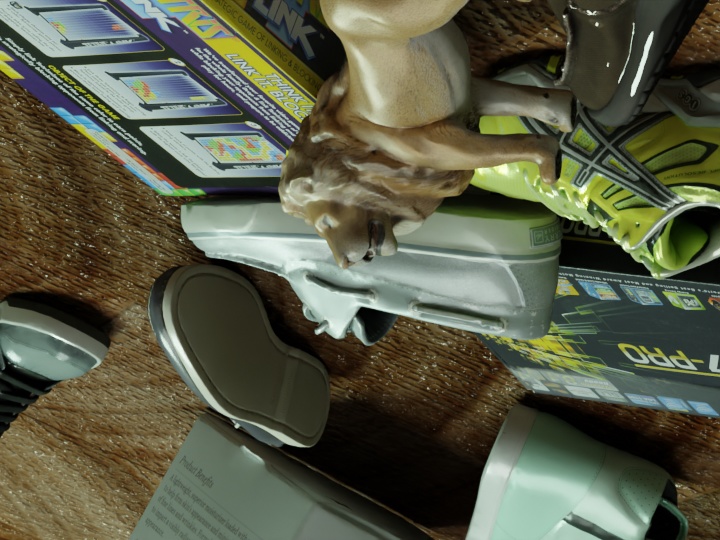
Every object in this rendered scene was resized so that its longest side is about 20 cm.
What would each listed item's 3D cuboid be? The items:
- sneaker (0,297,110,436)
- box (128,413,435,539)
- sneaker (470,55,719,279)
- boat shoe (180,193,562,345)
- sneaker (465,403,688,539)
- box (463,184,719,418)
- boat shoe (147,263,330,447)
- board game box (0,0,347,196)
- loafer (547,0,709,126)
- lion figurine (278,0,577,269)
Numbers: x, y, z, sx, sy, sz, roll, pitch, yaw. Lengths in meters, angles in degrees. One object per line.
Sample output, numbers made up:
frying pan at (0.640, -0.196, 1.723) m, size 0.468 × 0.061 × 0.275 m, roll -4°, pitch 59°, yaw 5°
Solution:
sneaker at (-0.236, 0.086, 1.858) m, size 0.083 × 0.121 × 0.200 m, roll 30°, pitch 158°, yaw -28°
box at (-0.021, 0.208, 1.875) m, size 0.200 × 0.131 × 0.199 m, roll 30°, pitch 179°, yaw -28°
sneaker at (0.112, -0.041, 1.257) m, size 0.199 × 0.077 × 0.075 m, roll 2°, pitch 156°, yaw 43°
boat shoe at (0.001, 0.000, 1.381) m, size 0.200 × 0.072 × 0.070 m, roll 6°, pitch -169°, yaw 33°
sneaker at (0.127, 0.153, 1.752) m, size 0.118 × 0.074 × 0.201 m, roll 23°, pitch 159°, yaw 9°
box at (0.135, 0.015, 1.424) m, size 0.199 × 0.049 × 0.161 m, roll 7°, pitch 158°, yaw 34°
boat shoe at (-0.082, 0.050, 1.691) m, size 0.062 × 0.073 × 0.200 m, roll 6°, pitch 161°, yaw 26°
board game box at (-0.080, -0.103, 1.308) m, size 0.165 × 0.057 × 0.200 m, roll 0°, pitch 153°, yaw 39°
loafer at (0.095, -0.120, 1.092) m, size 0.071 × 0.073 × 0.200 m, roll 30°, pitch 159°, yaw 8°
lion figurine at (0.019, -0.085, 1.197) m, size 0.122 × 0.073 × 0.201 m, roll 5°, pitch 136°, yaw 13°
